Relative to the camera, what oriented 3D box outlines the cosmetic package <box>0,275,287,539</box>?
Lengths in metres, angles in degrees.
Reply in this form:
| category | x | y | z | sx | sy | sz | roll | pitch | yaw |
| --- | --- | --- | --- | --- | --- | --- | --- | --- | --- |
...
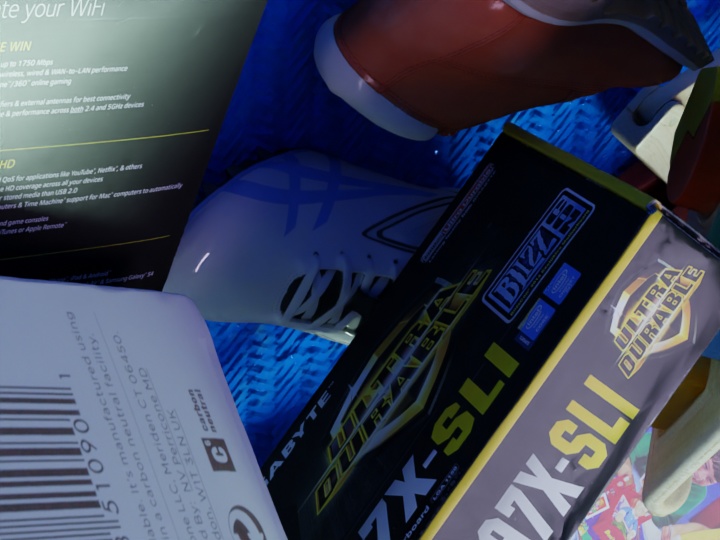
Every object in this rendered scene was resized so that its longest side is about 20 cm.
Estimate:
| category | x | y | z | sx | sy | sz | roll | pitch | yaw |
| --- | --- | --- | --- | --- | --- | --- | --- | --- | --- |
| cosmetic package | -0.140 | 0.120 | 0.661 | 0.199 | 0.166 | 0.165 | -31 | 161 | 27 |

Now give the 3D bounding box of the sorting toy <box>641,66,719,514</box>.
| category | x | y | z | sx | sy | sz | roll | pitch | yaw |
| --- | --- | --- | --- | --- | --- | --- | --- | --- | --- |
| sorting toy | 0.136 | -0.026 | 0.788 | 0.200 | 0.036 | 0.187 | 104 | -1 | -66 |

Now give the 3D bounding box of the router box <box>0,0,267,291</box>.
| category | x | y | z | sx | sy | sz | roll | pitch | yaw |
| --- | --- | --- | --- | --- | --- | --- | --- | --- | --- |
| router box | -0.133 | -0.040 | 0.664 | 0.199 | 0.051 | 0.150 | -8 | 132 | -42 |

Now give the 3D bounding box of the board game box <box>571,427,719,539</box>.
| category | x | y | z | sx | sy | sz | roll | pitch | yaw |
| --- | --- | --- | --- | --- | --- | --- | --- | --- | --- |
| board game box | 0.146 | 0.143 | 0.948 | 0.134 | 0.045 | 0.201 | -24 | 103 | -12 |

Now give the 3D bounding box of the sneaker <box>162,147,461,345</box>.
| category | x | y | z | sx | sy | sz | roll | pitch | yaw |
| --- | --- | --- | --- | --- | --- | --- | --- | --- | --- |
| sneaker | 0.000 | 0.000 | 0.847 | 0.199 | 0.073 | 0.072 | 2 | 127 | -48 |

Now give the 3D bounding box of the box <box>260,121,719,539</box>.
| category | x | y | z | sx | sy | sz | roll | pitch | yaw |
| --- | --- | --- | --- | --- | --- | --- | --- | --- | --- |
| box | 0.033 | 0.054 | 0.757 | 0.049 | 0.160 | 0.201 | 35 | 93 | -20 |

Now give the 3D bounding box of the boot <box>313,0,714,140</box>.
| category | x | y | z | sx | sy | sz | roll | pitch | yaw |
| --- | --- | --- | --- | --- | --- | --- | --- | --- | --- |
| boot | 0.061 | -0.092 | 0.832 | 0.107 | 0.075 | 0.199 | -38 | 159 | 25 |

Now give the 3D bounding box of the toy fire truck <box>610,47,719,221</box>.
| category | x | y | z | sx | sy | sz | roll | pitch | yaw |
| --- | --- | --- | --- | --- | --- | --- | --- | --- | --- |
| toy fire truck | 0.137 | -0.044 | 0.978 | 0.199 | 0.049 | 0.142 | -24 | 141 | -30 |
